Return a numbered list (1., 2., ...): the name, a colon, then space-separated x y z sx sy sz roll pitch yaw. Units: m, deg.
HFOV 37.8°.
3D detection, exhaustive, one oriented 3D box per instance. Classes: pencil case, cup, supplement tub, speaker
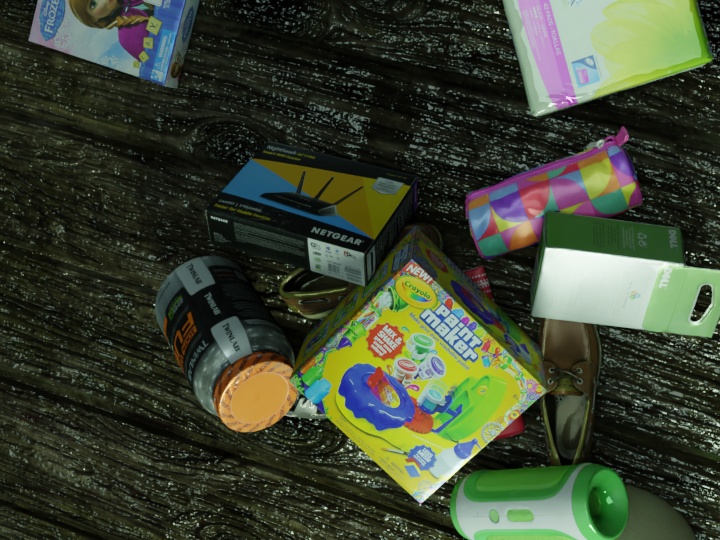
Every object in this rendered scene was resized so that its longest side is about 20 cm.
1. pencil case: 0.211 -0.083 1.157 0.198 0.088 0.090 -23 89 15
2. cup: 0.277 0.353 1.145 0.197 0.143 0.204 2 96 15
3. supplement tub: -0.151 0.083 1.202 0.123 0.122 0.200 -54 42 13
4. speaker: 0.190 0.256 1.147 0.199 0.088 0.090 -17 90 49

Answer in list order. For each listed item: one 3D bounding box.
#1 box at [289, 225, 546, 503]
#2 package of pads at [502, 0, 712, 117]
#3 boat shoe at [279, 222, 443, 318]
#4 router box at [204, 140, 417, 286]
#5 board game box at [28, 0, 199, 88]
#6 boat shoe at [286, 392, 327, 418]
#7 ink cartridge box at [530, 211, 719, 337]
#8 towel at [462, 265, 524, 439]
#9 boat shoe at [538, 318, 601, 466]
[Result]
1. box: 0.063 0.100 1.140 0.200 0.122 0.193 42 107 -8
2. package of pads: 0.262 -0.269 1.134 0.197 0.068 0.157 -15 92 15
3. boat shoe: 0.000 0.000 1.212 0.198 0.068 0.073 -27 64 14
4. router box: -0.053 -0.069 1.184 0.197 0.150 0.052 15 134 20
5. board game box: -0.293 -0.350 1.290 0.197 0.041 0.203 18 99 13
6. boat shoe: -0.099 0.145 1.272 0.197 0.057 0.068 7 97 14
7. ink cartridge box: 0.286 0.005 1.124 0.196 0.060 0.105 7 134 5
8. towel: 0.103 0.110 1.234 0.142 0.022 0.203 -14 91 15
9. boat shoe: 0.235 0.125 1.175 0.071 0.068 0.204 -5 93 16
